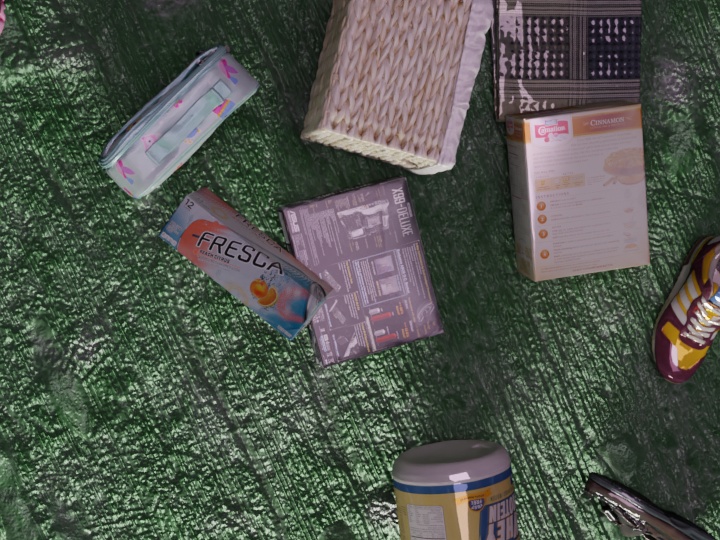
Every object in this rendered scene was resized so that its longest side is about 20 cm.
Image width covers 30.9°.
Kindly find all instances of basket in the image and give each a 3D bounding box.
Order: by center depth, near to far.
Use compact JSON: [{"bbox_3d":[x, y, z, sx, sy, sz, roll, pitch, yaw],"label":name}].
[{"bbox_3d":[0.037,-0.226,1.495,0.160,0.198,0.201,14,91,-10],"label":"basket"}]

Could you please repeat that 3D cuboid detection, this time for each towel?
[{"bbox_3d":[0.256,-0.282,1.625,0.199,0.035,0.193,-2,96,-14],"label":"towel"}]

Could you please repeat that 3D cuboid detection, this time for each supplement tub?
[{"bbox_3d":[0.119,0.315,1.567,0.144,0.145,0.201,-9,95,-11],"label":"supplement tub"}]

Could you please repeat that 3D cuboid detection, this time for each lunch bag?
[{"bbox_3d":[-0.206,-0.171,1.466,0.077,0.160,0.200,45,85,-11],"label":"lunch bag"}]

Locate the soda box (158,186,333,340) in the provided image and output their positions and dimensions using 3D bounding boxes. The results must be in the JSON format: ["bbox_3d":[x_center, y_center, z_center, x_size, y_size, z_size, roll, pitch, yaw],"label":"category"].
[{"bbox_3d":[-0.132,-0.010,1.508,0.200,0.068,0.064,38,108,2],"label":"soda box"}]

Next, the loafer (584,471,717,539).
[{"bbox_3d":[0.364,0.326,1.658,0.200,0.072,0.063,29,93,-14],"label":"loafer"}]

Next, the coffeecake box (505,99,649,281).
[{"bbox_3d":[0.267,-0.100,1.599,0.153,0.073,0.201,-8,102,-11],"label":"coffeecake box"}]

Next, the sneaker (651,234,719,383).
[{"bbox_3d":[0.432,0.049,1.643,0.075,0.090,0.200,19,89,-12],"label":"sneaker"}]

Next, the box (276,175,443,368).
[{"bbox_3d":[0.000,0.000,1.574,0.157,0.050,0.201,-16,96,-11],"label":"box"}]

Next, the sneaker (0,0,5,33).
[{"bbox_3d":[-0.432,-0.354,1.445,0.079,0.095,0.201,-6,93,-9],"label":"sneaker"}]
